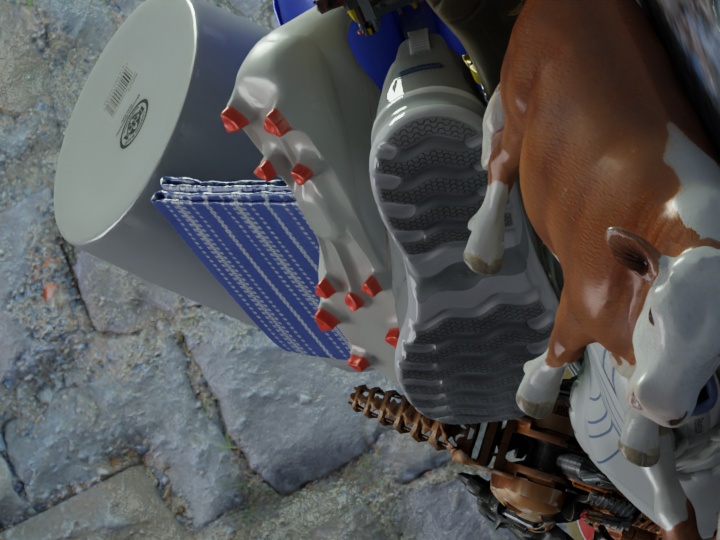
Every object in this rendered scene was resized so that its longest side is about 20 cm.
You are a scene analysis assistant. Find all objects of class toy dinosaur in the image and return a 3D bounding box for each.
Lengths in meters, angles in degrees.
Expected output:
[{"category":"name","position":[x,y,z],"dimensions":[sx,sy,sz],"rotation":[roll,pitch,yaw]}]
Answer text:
[{"category":"toy dinosaur","position":[0.099,0.090,0.973],"dimensions":[0.200,0.102,0.136],"rotation":[39,177,2]}]

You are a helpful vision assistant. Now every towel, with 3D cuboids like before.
[{"category":"towel","position":[0.000,0.000,1.000],"dimensions":[0.145,0.199,0.024],"rotation":[52,-126,-37]}]

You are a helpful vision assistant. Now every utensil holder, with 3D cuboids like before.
[{"category":"utensil holder","position":[-0.055,-0.052,1.136],"dimensions":[0.199,0.170,0.170],"rotation":[23,-150,-30]}]

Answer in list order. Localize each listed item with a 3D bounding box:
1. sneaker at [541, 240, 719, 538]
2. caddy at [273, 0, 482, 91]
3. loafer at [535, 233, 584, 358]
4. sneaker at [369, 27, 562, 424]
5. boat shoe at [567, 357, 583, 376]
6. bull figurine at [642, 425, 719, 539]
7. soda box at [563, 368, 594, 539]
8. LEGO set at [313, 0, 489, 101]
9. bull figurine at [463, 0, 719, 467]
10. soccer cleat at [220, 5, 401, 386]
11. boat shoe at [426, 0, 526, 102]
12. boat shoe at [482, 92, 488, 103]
[{"category":"sneaker","position":[0.129,0.054,0.830],"dimensions":[0.087,0.074,0.201],"rotation":[-116,1,-50]},{"category":"caddy","position":[0.019,-0.162,1.069],"dimensions":[0.200,0.141,0.105],"rotation":[-107,-3,-50]},{"category":"loafer","position":[0.111,-0.007,0.912],"dimensions":[0.200,0.076,0.068],"rotation":[40,-154,-62]},{"category":"sneaker","position":[0.047,-0.013,0.817],"dimensions":[0.201,0.074,0.082],"rotation":[81,-173,-46]},{"category":"boat shoe","position":[0.158,0.099,1.068],"dimensions":[0.072,0.071,0.201],"rotation":[64,-175,-58]},{"category":"bull figurine","position":[0.143,0.121,0.692],"dimensions":[0.200,0.065,0.122],"rotation":[72,-178,-60]},{"category":"soda box","position":[0.154,0.118,1.162],"dimensions":[0.064,0.068,0.201],"rotation":[10,-137,-40]},{"category":"LEGO set","position":[0.023,-0.148,0.853],"dimensions":[0.154,0.115,0.201],"rotation":[64,-175,-53]},{"category":"bull figurine","position":[0.085,-0.012,0.640],"dimensions":[0.122,0.065,0.201],"rotation":[112,158,-43]},{"category":"soccer cleat","position":[0.006,-0.027,0.878],"dimensions":[0.069,0.078,0.201],"rotation":[14,141,42]},{"category":"boat shoe","position":[0.050,-0.125,0.726],"dimensions":[0.068,0.072,0.201],"rotation":[-111,-5,-52]},{"category":"boat shoe","position":[0.090,-0.075,1.091],"dimensions":[0.066,0.073,0.200],"rotation":[63,-176,-19]}]
